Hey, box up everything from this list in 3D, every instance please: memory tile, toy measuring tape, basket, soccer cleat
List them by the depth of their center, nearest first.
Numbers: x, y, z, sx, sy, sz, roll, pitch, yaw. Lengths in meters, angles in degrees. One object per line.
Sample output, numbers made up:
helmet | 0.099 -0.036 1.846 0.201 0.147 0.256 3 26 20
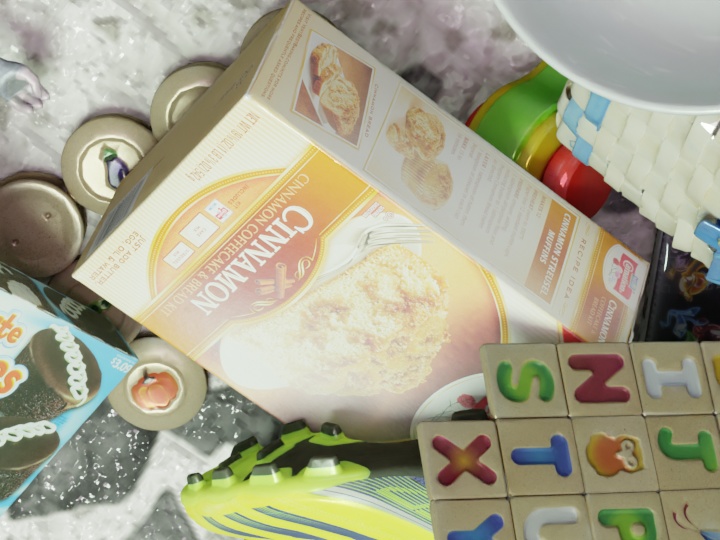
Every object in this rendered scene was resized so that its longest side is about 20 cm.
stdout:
basket | 0.198 -0.072 0.984 0.200 0.139 0.176 31 68 16
soccer cleat | 0.007 0.109 1.030 0.200 0.065 0.084 -6 108 31
toy measuring tape | 0.084 -0.084 1.051 0.073 0.074 0.200 9 113 -2
memory tile | -0.065 -0.021 1.112 0.200 0.017 0.153 -31 108 13

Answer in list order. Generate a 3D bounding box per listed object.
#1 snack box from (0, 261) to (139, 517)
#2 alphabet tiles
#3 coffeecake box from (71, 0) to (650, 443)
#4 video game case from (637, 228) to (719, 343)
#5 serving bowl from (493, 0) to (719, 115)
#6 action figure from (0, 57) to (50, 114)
snack box | -0.202 0.040 1.043 0.116 0.037 0.200 -48 141 8
alphabet tiles | 0.124 0.105 0.953 0.200 0.167 0.006 0 154 -19
coffeecake box | 0.000 0.000 1.041 0.200 0.073 0.153 35 134 -14
video game case | 0.238 -0.006 1.108 0.200 0.023 0.182 6 112 -2
serving bowl | 0.139 -0.158 0.896 0.200 0.066 0.201 2 93 28
action figure | -0.220 -0.120 1.016 0.149 0.200 0.134 34 152 18
